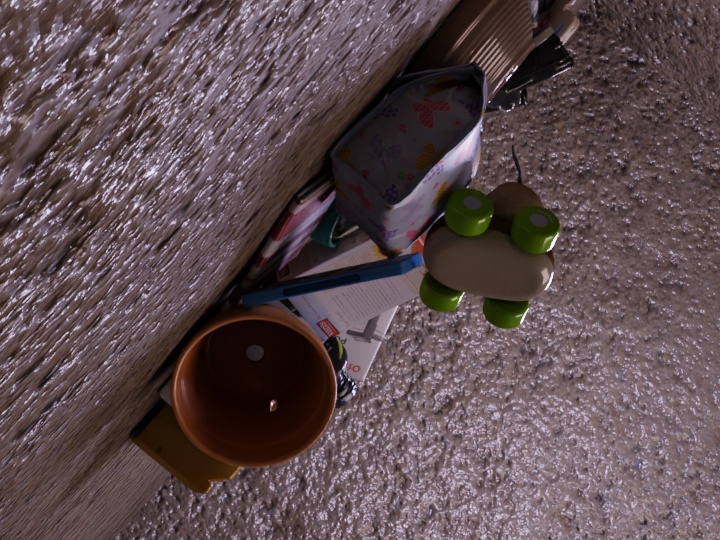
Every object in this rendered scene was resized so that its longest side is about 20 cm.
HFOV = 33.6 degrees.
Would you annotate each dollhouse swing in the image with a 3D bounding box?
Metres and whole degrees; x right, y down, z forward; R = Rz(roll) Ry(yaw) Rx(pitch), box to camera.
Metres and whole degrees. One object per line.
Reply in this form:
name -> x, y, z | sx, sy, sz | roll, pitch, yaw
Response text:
dollhouse swing -> -0.218, 0.225, 1.764 | 0.200, 0.182, 0.176 | -49, 167, -20

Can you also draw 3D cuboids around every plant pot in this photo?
plant pot -> 0.146, -0.266, 1.446 | 0.201, 0.093, 0.201 | -50, 179, -1
plant pot -> -0.132, 0.126, 1.496 | 0.200, 0.200, 0.140 | -50, -166, 11

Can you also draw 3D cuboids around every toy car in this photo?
toy car -> 0.165, -0.061, 1.467 | 0.200, 0.157, 0.164 | -75, 180, -45

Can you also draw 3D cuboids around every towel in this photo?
towel -> -0.082, -0.052, 1.447 | 0.144, 0.023, 0.200 | -44, 173, -49

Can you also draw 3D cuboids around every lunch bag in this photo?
lunch bag -> 0.065, -0.138, 1.386 | 0.200, 0.127, 0.170 | -43, 165, -12

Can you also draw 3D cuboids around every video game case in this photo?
video game case -> -0.032, 0.011, 1.460 | 0.199, 0.018, 0.143 | -12, -177, 13

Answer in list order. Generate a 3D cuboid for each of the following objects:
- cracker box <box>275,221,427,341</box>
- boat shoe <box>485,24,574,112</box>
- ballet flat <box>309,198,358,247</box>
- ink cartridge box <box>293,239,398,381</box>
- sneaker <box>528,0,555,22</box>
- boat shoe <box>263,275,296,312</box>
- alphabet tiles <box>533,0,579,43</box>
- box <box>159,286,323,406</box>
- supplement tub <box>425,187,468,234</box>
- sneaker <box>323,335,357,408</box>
cracker box -> 0.000, 0.000, 1.623 | 0.200, 0.134, 0.058 | -26, -137, 10
boat shoe -> 0.185, -0.233, 1.550 | 0.200, 0.068, 0.072 | -35, -167, 28
ballet flat -> 0.001, -0.105, 1.529 | 0.200, 0.070, 0.067 | -52, 173, 30
ink cartridge box -> -0.029, 0.054, 1.800 | 0.200, 0.145, 0.083 | -67, -159, 17
sneaker -> 0.203, -0.334, 1.603 | 0.114, 0.075, 0.200 | -48, 177, -31
boat shoe -> -0.107, 0.025, 1.722 | 0.201, 0.072, 0.066 | -51, -172, 33
alphabet tiles -> 0.236, -0.342, 1.641 | 0.196, 0.015, 0.200 | -50, -151, 19
box -> -0.163, 0.135, 1.634 | 0.200, 0.124, 0.097 | -49, 178, -12
supplement tub -> 0.071, -0.098, 1.747 | 0.145, 0.145, 0.200 | -51, -173, 37
sneaker -> -0.038, 0.148, 1.662 | 0.074, 0.081, 0.200 | -50, 179, -13
